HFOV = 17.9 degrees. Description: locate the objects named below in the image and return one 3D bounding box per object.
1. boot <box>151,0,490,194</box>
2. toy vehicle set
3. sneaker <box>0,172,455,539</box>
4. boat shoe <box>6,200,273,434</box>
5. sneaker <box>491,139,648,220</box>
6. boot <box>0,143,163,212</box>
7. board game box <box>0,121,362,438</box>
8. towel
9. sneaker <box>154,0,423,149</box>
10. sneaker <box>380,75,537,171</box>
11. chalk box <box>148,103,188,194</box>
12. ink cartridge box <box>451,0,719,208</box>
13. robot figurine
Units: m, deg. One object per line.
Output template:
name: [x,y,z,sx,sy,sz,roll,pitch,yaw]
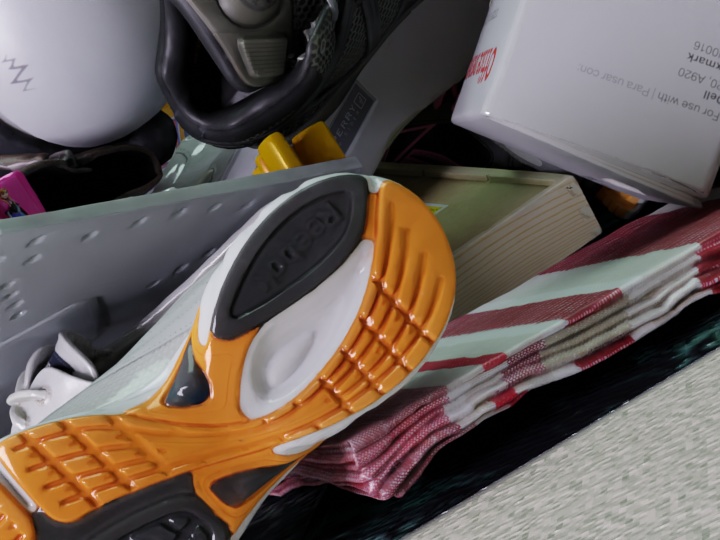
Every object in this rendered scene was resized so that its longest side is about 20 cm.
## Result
boot: [-0.026,-0.070,0.961,0.096,0.074,0.200,-7,40,49]
toy vehicle set: [0.000,0.000,0.938,0.124,0.027,0.200,-33,16,-17]
sneaker: [-0.054,0.052,0.665,0.200,0.076,0.092,-39,3,-2]
boat shoe: [-0.090,0.051,0.798,0.200,0.066,0.072,-35,16,5]
sneaker: [0.105,-0.120,0.924,0.078,0.077,0.200,113,174,-61]
boot: [-0.137,-0.001,0.908,0.166,0.072,0.200,-27,-1,29]
board game box: [-0.122,0.019,0.814,0.200,0.026,0.200,-39,-15,34]
towel: [0.061,0.019,0.739,0.200,0.023,0.144,-28,5,-18]
sneaker: [-0.004,-0.122,0.814,0.199,0.076,0.114,-50,-4,15]
sneaker: [0.028,-0.077,1.029,0.200,0.095,0.079,-10,59,58]
chalk box: [-0.095,-0.023,1.146,0.200,0.124,0.124,-27,7,-26]
ink cartridge box: [0.104,-0.130,0.795,0.146,0.084,0.200,-132,61,-87]
robot figurine: [-0.156,-0.096,0.909,0.200,0.125,0.150,-14,-11,39]
